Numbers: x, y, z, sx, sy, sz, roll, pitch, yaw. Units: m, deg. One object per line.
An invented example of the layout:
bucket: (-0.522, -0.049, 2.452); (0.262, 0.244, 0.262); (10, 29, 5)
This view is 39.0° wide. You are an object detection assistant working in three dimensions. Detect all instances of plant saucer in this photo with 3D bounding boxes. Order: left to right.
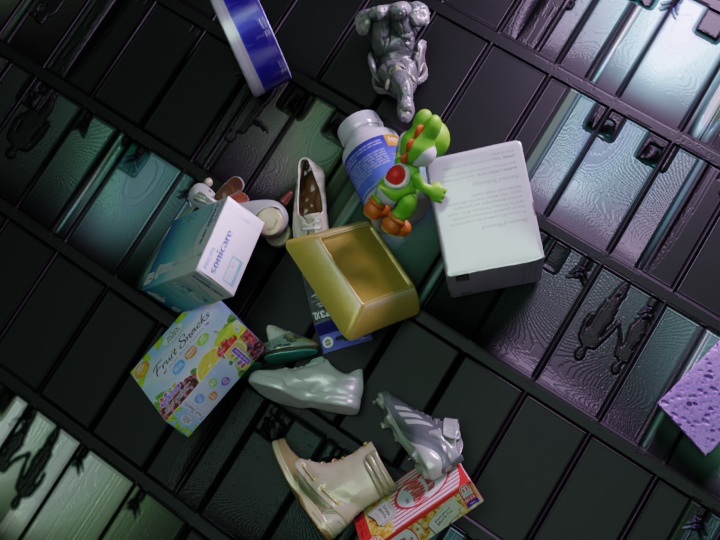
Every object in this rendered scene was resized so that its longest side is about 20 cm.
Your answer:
plant saucer: (0.000, 0.000, 1.700); (0.202, 0.198, 0.049); (56, 130, 15)

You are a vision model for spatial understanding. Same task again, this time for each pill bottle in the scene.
pill bottle: (0.034, -0.176, 1.767); (0.110, 0.112, 0.203); (-26, 67, 2)

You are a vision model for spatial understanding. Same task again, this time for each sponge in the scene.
sponge: (0.586, 0.188, 1.644); (0.200, 0.030, 0.112); (-44, 74, -3)

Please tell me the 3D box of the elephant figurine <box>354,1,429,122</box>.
elephant figurine: (0.063, -0.368, 1.813); (0.140, 0.154, 0.204); (0, 104, 43)

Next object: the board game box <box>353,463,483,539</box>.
board game box: (0.086, 0.375, 1.613); (0.198, 0.152, 0.047); (-35, 104, -1)

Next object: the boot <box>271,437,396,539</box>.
boot: (-0.046, 0.325, 1.680); (0.154, 0.073, 0.200); (-34, 53, -9)

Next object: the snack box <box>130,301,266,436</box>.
snack box: (-0.278, 0.152, 1.727); (0.200, 0.068, 0.168); (-47, 41, -5)

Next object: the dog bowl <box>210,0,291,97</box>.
dog bowl: (-0.198, -0.419, 1.820); (0.078, 0.200, 0.203); (-25, 74, -1)

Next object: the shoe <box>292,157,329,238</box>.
shoe: (-0.091, -0.105, 1.782); (0.068, 0.054, 0.204); (-8, 62, 10)

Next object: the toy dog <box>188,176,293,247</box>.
toy dog: (-0.197, -0.122, 1.792); (0.197, 0.132, 0.098); (28, 81, -12)

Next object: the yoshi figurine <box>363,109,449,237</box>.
yoshi figurine: (0.087, -0.161, 1.624); (0.111, 0.113, 0.202); (20, 115, -12)

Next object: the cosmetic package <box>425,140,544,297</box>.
cosmetic package: (0.207, -0.081, 1.696); (0.162, 0.165, 0.204); (-11, 76, 6)

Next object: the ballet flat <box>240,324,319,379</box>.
ballet flat: (-0.170, 0.138, 1.756); (0.196, 0.069, 0.072); (-20, 66, 6)

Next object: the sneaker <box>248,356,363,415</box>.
sneaker: (-0.090, 0.185, 1.735); (0.196, 0.076, 0.090); (11, 66, 5)

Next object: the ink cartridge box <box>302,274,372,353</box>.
ink cartridge box: (-0.047, 0.034, 1.776); (0.093, 0.037, 0.204); (-15, 77, 5)

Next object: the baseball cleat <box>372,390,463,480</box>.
baseball cleat: (0.102, 0.257, 1.661); (0.105, 0.070, 0.201); (-26, 45, -11)

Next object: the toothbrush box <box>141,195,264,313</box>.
toothbrush box: (-0.268, -0.024, 1.721); (0.085, 0.198, 0.149); (35, 60, -27)
